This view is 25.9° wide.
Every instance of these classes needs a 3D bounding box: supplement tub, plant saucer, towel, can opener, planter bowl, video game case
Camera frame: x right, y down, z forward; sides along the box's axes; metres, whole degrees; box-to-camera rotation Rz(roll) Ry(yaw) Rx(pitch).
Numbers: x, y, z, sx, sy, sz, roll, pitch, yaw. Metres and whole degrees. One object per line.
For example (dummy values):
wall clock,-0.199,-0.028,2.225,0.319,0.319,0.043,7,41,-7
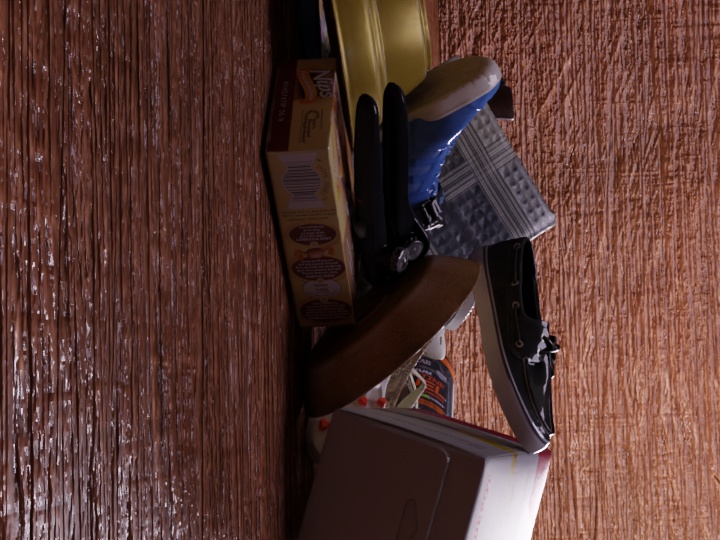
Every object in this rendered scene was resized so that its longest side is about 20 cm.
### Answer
supplement tub,0.059,0.157,1.867,0.201,0.106,0.108,-84,170,-54
plant saucer,0.018,0.047,1.358,0.036,0.200,0.200,49,15,-9
towel,0.070,-0.085,1.508,0.201,0.192,0.034,59,-24,-4
can opener,0.016,-0.067,1.304,0.063,0.078,0.201,-38,144,-27
planter bowl,0.014,-0.212,1.352,0.200,0.083,0.202,170,-90,-88
video game case,-0.035,-0.225,1.525,0.201,0.018,0.144,79,11,-55

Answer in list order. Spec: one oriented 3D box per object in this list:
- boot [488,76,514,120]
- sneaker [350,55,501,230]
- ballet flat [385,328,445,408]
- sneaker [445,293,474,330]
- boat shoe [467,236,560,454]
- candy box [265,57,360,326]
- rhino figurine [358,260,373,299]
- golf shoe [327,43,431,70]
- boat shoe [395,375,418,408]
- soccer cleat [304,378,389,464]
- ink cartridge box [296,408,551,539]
boot,0.073,-0.193,1.723,0.200,0.165,0.073,-110,-164,-64
sneaker,0.060,-0.101,1.408,0.111,0.199,0.077,50,14,-24
ballet flat,0.045,0.086,1.550,0.201,0.065,0.071,-59,-161,16
sneaker,0.077,0.014,1.610,0.079,0.079,0.200,-59,-176,-11
boat shoe,0.141,0.059,1.360,0.069,0.056,0.202,37,36,-54
candy box,-0.036,-0.062,1.308,0.116,0.055,0.201,-85,171,-45
rhino figurine,0.000,0.000,1.529,0.060,0.087,0.200,-50,-172,21
golf shoe,0.006,-0.198,1.547,0.078,0.094,0.200,-53,154,10
boat shoe,0.014,0.100,1.635,0.075,0.074,0.204,-94,170,-82
soccer cleat,-0.011,0.127,1.447,0.078,0.069,0.200,-56,-174,34
ink cartridge box,0.056,0.204,1.333,0.200,0.144,0.147,14,92,-68
